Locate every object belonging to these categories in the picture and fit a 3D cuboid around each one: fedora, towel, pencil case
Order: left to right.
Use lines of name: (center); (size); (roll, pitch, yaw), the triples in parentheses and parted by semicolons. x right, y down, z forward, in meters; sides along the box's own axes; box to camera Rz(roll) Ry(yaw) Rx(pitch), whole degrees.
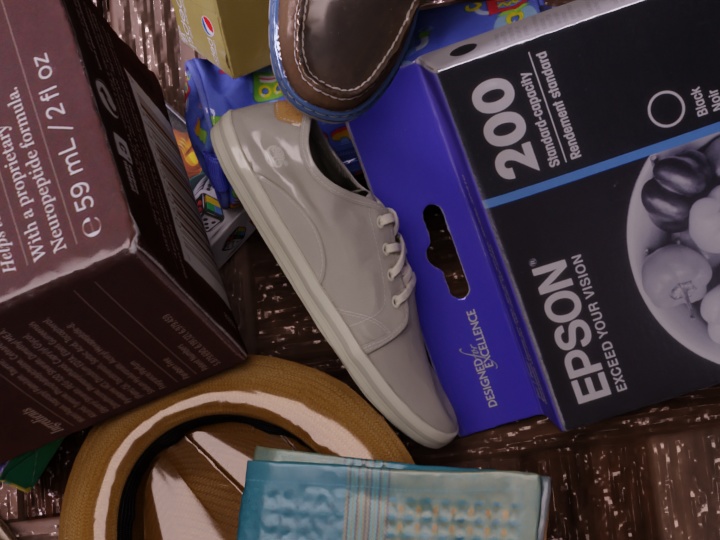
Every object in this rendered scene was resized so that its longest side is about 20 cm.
fedora: (-0.051, 0.141, 1.165); (0.200, 0.082, 0.201); (-1, 83, 8)
towel: (0.008, 0.187, 1.098); (0.146, 0.022, 0.201); (6, 89, 8)
pencil case: (0.010, -0.087, 1.190); (0.199, 0.078, 0.087); (-12, 39, 0)

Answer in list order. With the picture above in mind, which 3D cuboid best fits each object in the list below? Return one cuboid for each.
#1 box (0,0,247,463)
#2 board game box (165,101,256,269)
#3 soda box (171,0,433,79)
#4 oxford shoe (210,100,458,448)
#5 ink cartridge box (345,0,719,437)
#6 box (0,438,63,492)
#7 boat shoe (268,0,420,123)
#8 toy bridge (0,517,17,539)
box: (-0.186, -0.014, 1.105); (0.199, 0.164, 0.166); (-23, 66, 6)
board game box: (-0.158, -0.004, 1.253); (0.126, 0.035, 0.200); (42, 89, 20)
soda box: (0.002, -0.168, 1.187); (0.200, 0.064, 0.068); (-24, 32, -19)
oxford shoe: (0.000, 0.000, 1.141); (0.058, 0.075, 0.200); (-29, 104, 8)
ink cartridge box: (0.109, -0.027, 1.140); (0.199, 0.043, 0.199); (-18, 105, 9)
box: (-0.225, 0.014, 1.223); (0.200, 0.048, 0.118); (30, 84, 22)
boat shoe: (0.008, -0.168, 1.103); (0.072, 0.072, 0.201); (18, 73, -10)
toy bridge: (-0.214, 0.155, 1.231); (0.067, 0.027, 0.200); (-41, 70, -1)
